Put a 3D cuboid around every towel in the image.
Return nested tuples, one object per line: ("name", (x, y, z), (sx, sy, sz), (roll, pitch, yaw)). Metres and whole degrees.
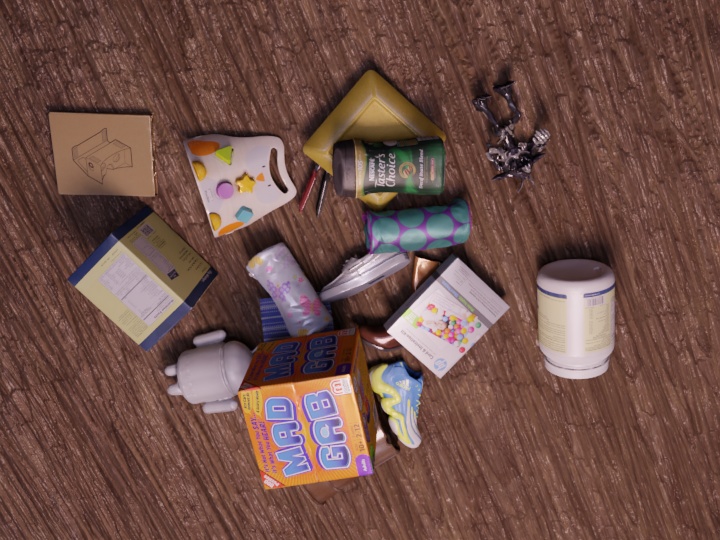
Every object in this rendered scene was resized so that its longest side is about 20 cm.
("towel", (-0.120, 0.147, 1.633), (0.145, 0.024, 0.200), (-6, 80, -10))

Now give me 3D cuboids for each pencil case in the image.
("pencil case", (-0.139, 0.043, 1.595), (0.091, 0.083, 0.200), (-32, 86, -27))
("pencil case", (0.106, -0.084, 1.547), (0.200, 0.093, 0.085), (-7, 141, -4))

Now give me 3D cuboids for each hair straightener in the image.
("hair straightener", (-0.053, -0.194, 1.563), (0.077, 0.041, 0.200), (17, 106, -14))

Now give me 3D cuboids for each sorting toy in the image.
("sorting toy", (-0.222, -0.174, 1.561), (0.180, 0.107, 0.200), (-19, 109, -9))

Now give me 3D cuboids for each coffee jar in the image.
("coffee jar", (0.049, -0.185, 1.457), (0.200, 0.085, 0.104), (-3, 112, -4))

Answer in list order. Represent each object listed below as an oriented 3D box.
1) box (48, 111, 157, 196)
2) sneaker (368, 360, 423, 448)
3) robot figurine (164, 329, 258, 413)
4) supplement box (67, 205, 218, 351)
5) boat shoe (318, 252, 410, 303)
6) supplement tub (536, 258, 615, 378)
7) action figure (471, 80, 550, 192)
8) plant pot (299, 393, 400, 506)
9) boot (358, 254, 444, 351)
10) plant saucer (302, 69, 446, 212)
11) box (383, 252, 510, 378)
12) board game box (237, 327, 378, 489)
("box", (-0.500, -0.226, 1.590), (0.200, 0.021, 0.164), (2, 110, 3))
("sneaker", (0.099, 0.274, 1.695), (0.105, 0.076, 0.200), (-27, 105, 13))
("robot figurine", (-0.300, 0.211, 1.684), (0.200, 0.113, 0.170), (-13, 83, 9))
("supplement box", (-0.413, 0.011, 1.574), (0.134, 0.200, 0.200), (-41, 101, 17))
("boat shoe", (0.000, 0.000, 1.614), (0.200, 0.074, 0.065), (-27, 76, 9))
("supplement tub", (0.414, 0.092, 1.565), (0.145, 0.145, 0.200), (-4, 110, 6))
("action figure", (0.276, -0.235, 1.483), (0.119, 0.102, 0.200), (-26, 105, 1))
("plant pot", (-0.036, 0.352, 1.681), (0.198, 0.200, 0.200), (-27, 106, 6))
("boot", (0.097, 0.067, 1.624), (0.188, 0.068, 0.200), (12, 110, 1))
("plant saucer", (0.029, -0.231, 1.508), (0.200, 0.048, 0.200), (38, 104, -19))
("box", (0.169, 0.089, 1.597), (0.156, 0.041, 0.200), (42, 97, -17))
("board game box", (-0.087, 0.247, 1.488), (0.200, 0.200, 0.200), (-10, 108, 7))
